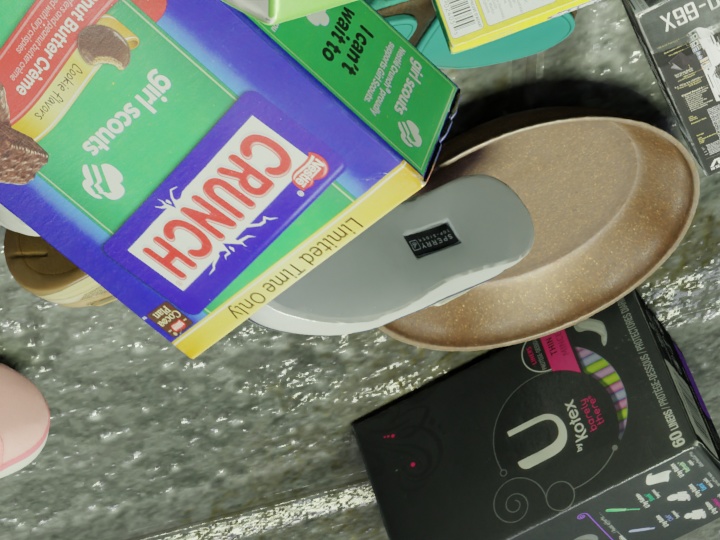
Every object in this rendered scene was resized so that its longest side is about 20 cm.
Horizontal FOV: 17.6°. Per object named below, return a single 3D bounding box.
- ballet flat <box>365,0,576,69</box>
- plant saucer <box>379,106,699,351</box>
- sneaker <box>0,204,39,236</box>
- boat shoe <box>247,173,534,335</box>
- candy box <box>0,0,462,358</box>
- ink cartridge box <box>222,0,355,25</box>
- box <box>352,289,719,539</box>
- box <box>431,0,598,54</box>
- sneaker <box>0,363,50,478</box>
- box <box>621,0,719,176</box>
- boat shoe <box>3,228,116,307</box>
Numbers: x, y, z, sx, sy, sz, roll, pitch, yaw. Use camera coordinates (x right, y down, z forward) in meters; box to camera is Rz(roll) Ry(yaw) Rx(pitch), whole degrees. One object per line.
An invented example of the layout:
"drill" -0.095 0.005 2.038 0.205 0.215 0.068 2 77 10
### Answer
"ballet flat" 0.017 -0.130 1.075 0.199 0.071 0.067 -12 157 -38
"plant saucer" 0.088 -0.029 1.285 0.199 0.037 0.201 -14 145 -10
"sneaker" -0.093 -0.081 1.109 0.199 0.076 0.088 -29 -179 -11
"boat shoe" 0.000 0.000 1.169 0.199 0.071 0.070 -17 164 -44
"candy box" -0.086 -0.079 0.973 0.200 0.077 0.169 39 131 -16
"ink cartridge box" 0.019 -0.193 0.879 0.199 0.084 0.146 -21 128 -39
"box" 0.115 0.119 1.424 0.199 0.123 0.106 -29 145 12
"box" 0.113 -0.184 1.016 0.199 0.118 0.048 -19 -179 3
"sneaker" -0.237 0.053 1.202 0.199 0.076 0.105 12 140 -31
"box" 0.239 -0.145 1.188 0.199 0.050 0.158 -26 145 9
"boat shoe" -0.080 -0.041 1.165 0.199 0.072 0.065 -23 158 9
